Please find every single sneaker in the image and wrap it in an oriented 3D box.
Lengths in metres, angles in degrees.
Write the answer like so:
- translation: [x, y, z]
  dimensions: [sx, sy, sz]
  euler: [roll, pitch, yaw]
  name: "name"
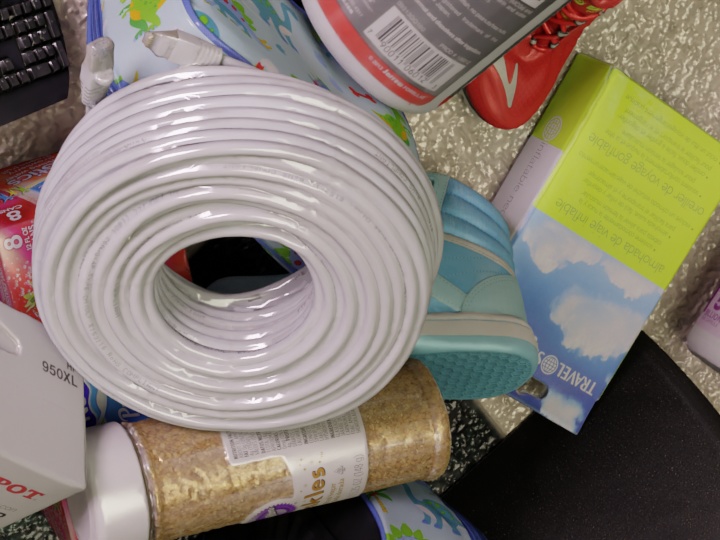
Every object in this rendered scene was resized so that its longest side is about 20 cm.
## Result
- translation: [0.113, -0.161, 1.095]
  dimensions: [0.076, 0.085, 0.201]
  euler: [7, 121, -28]
  name: "sneaker"
- translation: [0.000, 0.000, 1.105]
  dimensions: [0.198, 0.132, 0.080]
  euler: [8, 147, -17]
  name: "sneaker"

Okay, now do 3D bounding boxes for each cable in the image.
- translation: [-0.058, -0.006, 0.929]
  dimensions: [0.198, 0.070, 0.201]
  euler: [14, 131, -13]
  name: "cable"

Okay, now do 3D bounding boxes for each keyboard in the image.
- translation: [-0.217, -0.121, 0.933]
  dimensions: [0.200, 0.020, 0.128]
  euler: [-33, 103, -55]
  name: "keyboard"

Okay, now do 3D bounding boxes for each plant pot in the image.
- translation: [0.191, 0.193, 1.215]
  dimensions: [0.200, 0.177, 0.200]
  euler: [-42, 120, -8]
  name: "plant pot"

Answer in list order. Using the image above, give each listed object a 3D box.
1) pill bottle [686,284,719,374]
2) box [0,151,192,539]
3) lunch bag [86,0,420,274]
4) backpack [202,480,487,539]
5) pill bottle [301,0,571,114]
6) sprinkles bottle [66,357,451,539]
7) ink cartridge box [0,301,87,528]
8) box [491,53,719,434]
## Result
- translation: [0.304, -0.005, 1.237]
  dimensions: [0.112, 0.112, 0.201]
  euler: [33, 91, -30]
  name: "pill bottle"
- translation: [-0.141, 0.042, 1.049]
  dimensions: [0.099, 0.095, 0.202]
  euler: [-17, 114, -18]
  name: "box"
- translation: [-0.053, -0.091, 1.012]
  dimensions: [0.082, 0.161, 0.200]
  euler: [-38, 125, 18]
  name: "lunch bag"
- translation: [-0.004, 0.196, 1.109]
  dimensions: [0.146, 0.200, 0.185]
  euler: [19, 98, -29]
  name: "backpack"
- translation: [0.071, -0.183, 1.016]
  dimensions: [0.199, 0.117, 0.116]
  euler: [-37, 124, 27]
  name: "pill bottle"
- translation: [-0.053, 0.097, 1.015]
  dimensions: [0.198, 0.068, 0.069]
  euler: [-12, 112, -22]
  name: "sprinkles bottle"
- translation: [-0.251, 0.084, 0.943]
  dimensions: [0.199, 0.085, 0.144]
  euler: [-26, 144, 26]
  name: "ink cartridge box"
- translation: [0.135, -0.015, 1.189]
  dimensions: [0.121, 0.048, 0.201]
  euler: [29, 94, -30]
  name: "box"
